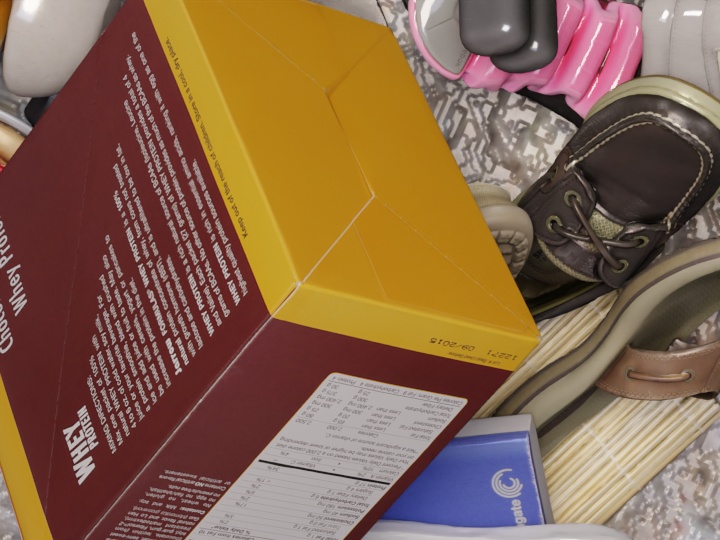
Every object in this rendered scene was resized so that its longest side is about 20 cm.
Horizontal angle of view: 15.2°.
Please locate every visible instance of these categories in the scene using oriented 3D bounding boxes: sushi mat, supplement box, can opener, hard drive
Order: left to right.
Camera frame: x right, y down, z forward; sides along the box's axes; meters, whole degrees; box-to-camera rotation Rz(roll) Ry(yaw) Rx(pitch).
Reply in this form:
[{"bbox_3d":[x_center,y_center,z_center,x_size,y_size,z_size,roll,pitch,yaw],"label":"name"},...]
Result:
[{"bbox_3d":[-0.061,0.012,1.172,0.200,0.133,0.198,-50,46,29],"label":"supplement box"},{"bbox_3d":[-0.006,0.137,1.291,0.199,0.025,0.132,-6,120,12],"label":"hard drive"},{"bbox_3d":[0.049,-0.185,1.208,0.067,0.053,0.201,-10,73,30],"label":"can opener"},{"bbox_3d":[0.078,0.099,1.327,0.200,0.012,0.096,-44,87,5],"label":"sushi mat"}]

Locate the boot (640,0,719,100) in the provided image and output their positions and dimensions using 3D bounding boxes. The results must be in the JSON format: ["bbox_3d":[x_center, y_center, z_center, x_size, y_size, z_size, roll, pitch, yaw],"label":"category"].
[{"bbox_3d":[0.178,-0.067,1.242,0.095,0.200,0.074,11,57,19],"label":"boot"}]

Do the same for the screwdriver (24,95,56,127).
[{"bbox_3d":[-0.092,-0.141,1.323,0.200,0.028,0.029,-44,59,9],"label":"screwdriver"}]

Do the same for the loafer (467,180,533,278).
[{"bbox_3d":[0.000,0.000,1.263,0.200,0.076,0.068,-31,65,43],"label":"loafer"}]

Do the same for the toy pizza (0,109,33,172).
[{"bbox_3d":[-0.215,0.005,1.296,0.200,0.032,0.201,0,121,0],"label":"toy pizza"}]

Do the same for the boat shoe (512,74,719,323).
[{"bbox_3d":[0.110,-0.022,1.229,0.073,0.200,0.065,32,61,-3],"label":"boat shoe"}]

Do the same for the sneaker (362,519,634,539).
[{"bbox_3d":[0.033,0.158,1.240,0.199,0.071,0.073,-9,120,14],"label":"sneaker"}]

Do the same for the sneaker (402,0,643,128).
[{"bbox_3d":[0.102,-0.104,1.287,0.200,0.095,0.079,27,95,-22],"label":"sneaker"}]

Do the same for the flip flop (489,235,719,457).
[{"bbox_3d":[0.137,0.044,1.249,0.200,0.081,0.058,-42,67,28],"label":"flip flop"}]

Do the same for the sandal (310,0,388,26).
[{"bbox_3d":[-0.008,-0.081,1.312,0.075,0.045,0.200,-29,89,6],"label":"sandal"}]

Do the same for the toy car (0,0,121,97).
[{"bbox_3d":[-0.186,-0.188,1.252,0.175,0.150,0.200,15,57,6],"label":"toy car"}]
